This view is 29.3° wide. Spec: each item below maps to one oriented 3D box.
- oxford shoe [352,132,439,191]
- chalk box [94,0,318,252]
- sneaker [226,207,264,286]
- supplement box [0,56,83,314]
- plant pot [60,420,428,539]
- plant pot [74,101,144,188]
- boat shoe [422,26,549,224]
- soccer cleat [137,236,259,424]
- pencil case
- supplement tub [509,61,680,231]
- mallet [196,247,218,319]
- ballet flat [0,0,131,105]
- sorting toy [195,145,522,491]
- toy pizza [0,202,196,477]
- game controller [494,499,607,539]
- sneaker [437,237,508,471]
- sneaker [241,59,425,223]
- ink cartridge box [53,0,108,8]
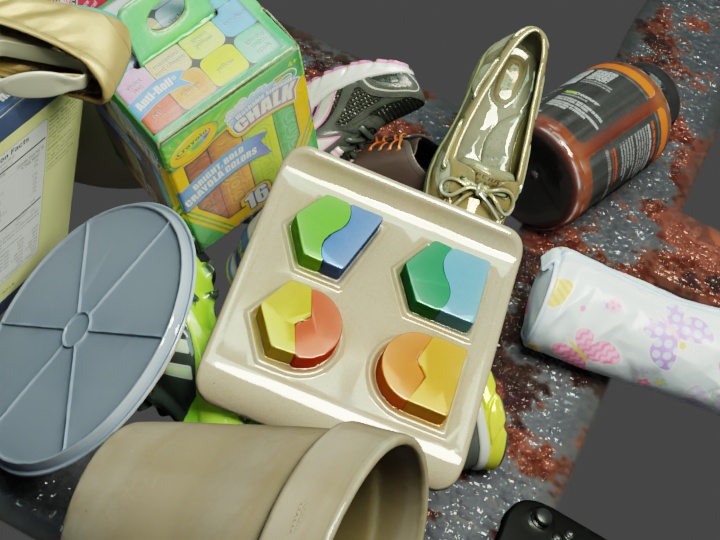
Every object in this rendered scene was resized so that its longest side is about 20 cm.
[{"bbox_3d":[0.019,-0.095,1.164,0.199,0.073,0.071,18,44,-1],"label":"oxford shoe"},{"bbox_3d":[-0.118,-0.132,0.980,0.124,0.200,0.124,-37,66,-12],"label":"chalk box"},{"bbox_3d":[0.000,0.000,1.060,0.199,0.082,0.074,11,43,-11],"label":"sneaker"},{"bbox_3d":[-0.314,-0.090,0.956,0.199,0.200,0.134,28,45,10],"label":"supplement box"},{"bbox_3d":[-0.075,0.169,0.812,0.173,0.201,0.200,15,42,19],"label":"plant pot"},{"bbox_3d":[-0.199,-0.184,1.135,0.199,0.135,0.201,10,45,-10],"label":"plant pot"},{"bbox_3d":[0.104,-0.098,1.103,0.073,0.063,0.202,24,77,-7],"label":"boat shoe"},{"bbox_3d":[-0.129,0.051,0.954,0.067,0.081,0.201,23,37,-57],"label":"soccer cleat"},{"bbox_3d":[0.226,0.049,1.082,0.199,0.091,0.083,18,44,0],"label":"pencil case"},{"bbox_3d":[0.206,-0.120,1.227,0.107,0.107,0.200,40,48,20],"label":"supplement tub"},{"bbox_3d":[-0.081,0.055,1.015,0.200,0.041,0.066,36,50,12],"label":"mallet"},{"bbox_3d":[-0.241,-0.144,0.845,0.199,0.069,0.063,8,60,-10],"label":"ballet flat"},{"bbox_3d":[0.006,0.025,0.926,0.184,0.037,0.201,22,62,-4],"label":"sorting toy"},{"bbox_3d":[-0.177,0.046,0.908,0.032,0.200,0.201,39,30,-39],"label":"toy pizza"},{"bbox_3d":[0.117,0.241,0.893,0.104,0.042,0.200,24,45,5],"label":"game controller"},{"bbox_3d":[0.042,0.054,0.991,0.084,0.074,0.201,-14,78,-20],"label":"sneaker"},{"bbox_3d":[-0.034,-0.095,1.107,0.080,0.199,0.087,22,47,-66],"label":"sneaker"},{"bbox_3d":[-0.254,-0.263,0.974,0.083,0.200,0.146,3,52,49],"label":"ink cartridge box"}]
